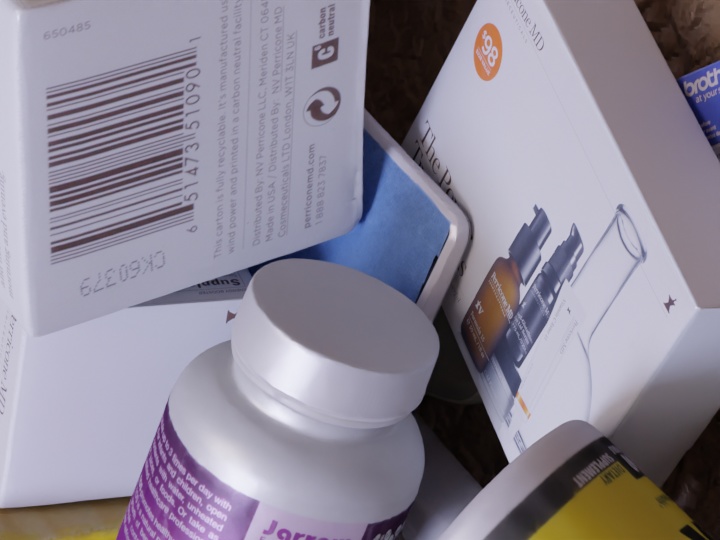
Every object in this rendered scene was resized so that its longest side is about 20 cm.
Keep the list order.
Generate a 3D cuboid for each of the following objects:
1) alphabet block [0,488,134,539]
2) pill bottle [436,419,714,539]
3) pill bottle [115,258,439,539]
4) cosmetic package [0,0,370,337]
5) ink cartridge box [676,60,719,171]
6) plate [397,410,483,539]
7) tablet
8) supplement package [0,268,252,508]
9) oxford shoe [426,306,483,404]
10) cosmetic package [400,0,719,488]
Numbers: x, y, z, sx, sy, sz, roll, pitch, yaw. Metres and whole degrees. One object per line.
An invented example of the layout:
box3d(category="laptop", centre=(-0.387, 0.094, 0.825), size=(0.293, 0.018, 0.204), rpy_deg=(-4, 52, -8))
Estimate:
box3d(category="alphabet block", centre=(-0.174, 0.137, 1.271), size=(0.200, 0.196, 0.196), rpy_deg=(47, 136, 40))
box3d(category="pill bottle", centre=(0.115, 0.161, 0.977), size=(0.200, 0.114, 0.114), rpy_deg=(44, 123, 12))
box3d(category="pill bottle", centre=(-0.039, 0.100, 1.105), size=(0.112, 0.112, 0.200), rpy_deg=(47, 127, 40))
box3d(category="cosmetic package", centre=(-0.115, -0.109, 1.121), size=(0.200, 0.165, 0.165), rpy_deg=(47, 145, 40))
box3d(category="ink cartridge box", centre=(0.187, 0.005, 1.003), size=(0.119, 0.042, 0.200), rpy_deg=(-23, 73, 48))
box3d(category="plate", centre=(0.001, 0.168, 1.171), size=(0.200, 0.032, 0.200), rpy_deg=(-132, 55, -62))
box3d(category="tablet", centre=(-0.027, -0.024, 1.187), size=(0.200, 0.014, 0.130), rpy_deg=(50, 124, 41))
box3d(category="supplement package", centre=(-0.134, 0.001, 1.210), size=(0.200, 0.109, 0.114), rpy_deg=(-122, 36, -48))
box3d(category="oxford shoe", centre=(0.000, 0.000, 1.209), size=(0.200, 0.058, 0.075), rpy_deg=(41, 116, 41))
box3d(category="cosmetic package", centre=(0.087, -0.015, 1.080), size=(0.151, 0.052, 0.200), rpy_deg=(-60, 41, 42))
